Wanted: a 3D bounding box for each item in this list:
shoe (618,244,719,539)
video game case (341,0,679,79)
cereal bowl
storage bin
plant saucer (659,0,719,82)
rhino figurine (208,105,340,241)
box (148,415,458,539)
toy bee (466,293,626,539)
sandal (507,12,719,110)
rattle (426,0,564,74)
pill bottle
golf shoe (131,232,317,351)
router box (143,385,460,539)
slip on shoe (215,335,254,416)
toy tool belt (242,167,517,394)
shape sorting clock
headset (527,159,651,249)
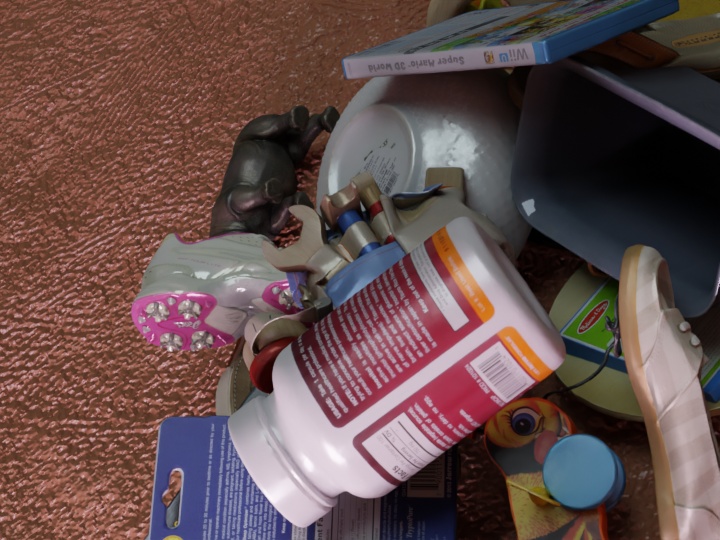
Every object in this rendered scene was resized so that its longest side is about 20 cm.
[{"bbox_3d":[0.202,0.081,1.357,0.053,0.070,0.202,-9,89,17],"label":"shoe"},{"bbox_3d":[0.103,-0.164,1.502,0.143,0.018,0.199,-24,16,-39],"label":"video game case"},{"bbox_3d":[0.035,-0.067,1.569,0.199,0.083,0.202,-19,64,44],"label":"cereal bowl"},{"bbox_3d":[0.218,-0.059,1.450,0.134,0.147,0.200,-11,31,-36],"label":"storage bin"},{"bbox_3d":[0.272,-0.165,1.617,0.200,0.049,0.200,-42,43,-12],"label":"plant saucer"},{"bbox_3d":[-0.083,-0.049,1.703,0.087,0.060,0.201,-18,41,43],"label":"rhino figurine"},{"bbox_3d":[-0.036,0.154,1.400,0.198,0.032,0.122,1,61,3],"label":"box"},{"bbox_3d":[0.116,0.126,1.373,0.108,0.131,0.201,-1,58,14],"label":"toy bee"},{"bbox_3d":[0.196,-0.160,1.543,0.198,0.054,0.081,-16,39,-11],"label":"sandal"},{"bbox_3d":[0.144,-0.222,1.664,0.130,0.200,0.143,43,41,10],"label":"rattle"},{"bbox_3d":[0.019,0.067,1.340,0.199,0.113,0.113,-36,41,8],"label":"pill bottle"},{"bbox_3d":[-0.062,0.006,1.537,0.198,0.076,0.092,1,46,4],"label":"golf shoe"},{"bbox_3d":[-0.046,0.173,1.439,0.148,0.051,0.201,29,67,17],"label":"router box"},{"bbox_3d":[-0.054,0.072,1.561,0.060,0.076,0.201,-32,30,31],"label":"slip on shoe"},{"bbox_3d":[0.000,0.000,1.443,0.199,0.125,0.123,-21,49,-11],"label":"toy tool belt"},{"bbox_3d":[0.223,0.032,1.466,0.198,0.039,0.201,-11,41,9],"label":"shape sorting clock"},{"bbox_3d":[0.131,-0.088,1.618,0.199,0.094,0.124,29,80,26],"label":"headset"}]
